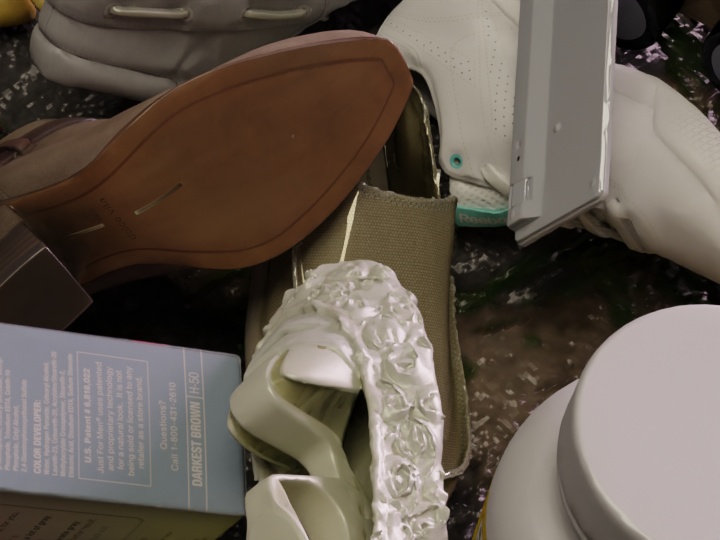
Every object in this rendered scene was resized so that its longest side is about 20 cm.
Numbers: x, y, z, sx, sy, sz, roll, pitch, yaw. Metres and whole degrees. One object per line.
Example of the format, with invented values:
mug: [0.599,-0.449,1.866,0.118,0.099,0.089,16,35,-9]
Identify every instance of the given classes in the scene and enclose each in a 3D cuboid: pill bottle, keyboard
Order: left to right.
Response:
keyboard: [0.078,-0.109,0.888,0.011,0.056,0.201,18,64,-30]
pill bottle: [0.086,0.100,0.730,0.112,0.201,0.113,4,55,-6]

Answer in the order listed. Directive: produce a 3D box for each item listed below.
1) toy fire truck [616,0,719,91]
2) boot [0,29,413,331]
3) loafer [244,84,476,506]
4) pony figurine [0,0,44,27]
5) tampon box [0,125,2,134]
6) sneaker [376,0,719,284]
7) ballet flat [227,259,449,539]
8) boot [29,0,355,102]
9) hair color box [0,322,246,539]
toy fire truck: [0.159,-0.143,0.892,0.175,0.201,0.129,30,62,20]
boot: [-0.090,-0.034,0.879,0.199,0.071,0.146,-31,20,-12]
loafer: [0.000,0.000,0.873,0.075,0.068,0.201,9,50,-30]
pony figurine: [-0.180,-0.199,0.995,0.199,0.167,0.194,23,68,0]
tampon box: [-0.215,-0.085,0.842,0.126,0.200,0.151,-26,97,-4]
sneaker: [0.077,-0.039,0.917,0.088,0.075,0.200,-41,56,-8]
ballet flat: [-0.009,0.065,0.747,0.071,0.072,0.201,-9,49,-3]
boot: [-0.043,-0.115,0.962,0.199,0.096,0.074,-2,38,-40]
hair color box: [-0.147,0.059,0.787,0.199,0.099,0.061,8,62,-25]
